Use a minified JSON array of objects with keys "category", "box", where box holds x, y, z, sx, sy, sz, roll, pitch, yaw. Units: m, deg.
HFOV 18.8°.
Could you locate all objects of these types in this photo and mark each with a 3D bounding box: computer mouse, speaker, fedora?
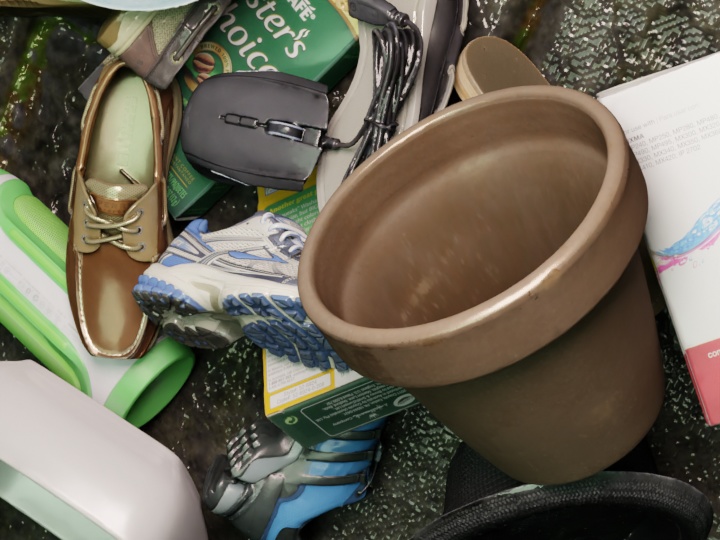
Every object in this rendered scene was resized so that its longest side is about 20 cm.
[{"category":"computer mouse","box":[-0.047,-0.115,1.352,0.199,0.046,0.141,20,93,46]},{"category":"speaker","box":[-0.208,0.018,1.493,0.200,0.088,0.089,42,108,14]},{"category":"fedora","box":[0.116,0.139,1.347,0.199,0.200,0.092,-21,56,23]}]

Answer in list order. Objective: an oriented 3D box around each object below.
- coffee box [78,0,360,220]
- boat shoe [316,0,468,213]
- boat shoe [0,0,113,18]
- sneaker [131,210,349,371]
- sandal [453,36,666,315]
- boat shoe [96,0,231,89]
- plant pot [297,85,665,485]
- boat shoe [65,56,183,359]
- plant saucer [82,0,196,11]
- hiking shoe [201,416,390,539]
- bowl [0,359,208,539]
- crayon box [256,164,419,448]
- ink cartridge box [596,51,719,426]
[{"category":"coffee box","box":[-0.085,-0.144,1.450,0.200,0.044,0.123,-42,77,20]},{"category":"boat shoe","box":[0.024,-0.107,1.362,0.073,0.060,0.202,-3,71,39]},{"category":"boat shoe","box":[-0.235,-0.211,1.496,0.199,0.073,0.064,4,89,20]},{"category":"sneaker","box":[-0.053,0.001,1.339,0.199,0.077,0.086,9,60,38]},{"category":"sandal","box":[0.117,-0.045,1.374,0.213,0.077,0.070,58,143,16]},{"category":"boat shoe","box":[-0.081,-0.200,1.381,0.201,0.072,0.066,-47,106,-6]},{"category":"plant pot","box":[0.089,0.026,1.224,0.199,0.201,0.175,-16,126,23]},{"category":"boat shoe","box":[-0.159,-0.044,1.409,0.075,0.074,0.202,2,88,5]},{"category":"plant saucer","box":[-0.128,-0.253,1.332,0.199,0.039,0.203,-1,82,6]},{"category":"hiking shoe","box":[-0.012,0.106,1.438,0.200,0.074,0.087,-42,108,13]},{"category":"bowl","box":[-0.183,0.137,1.448,0.199,0.200,0.075,31,75,15]},{"category":"crayon box","box":[0.000,0.000,1.387,0.125,0.052,0.201,-22,51,23]},{"category":"ink cartridge box","box":[0.222,-0.023,1.276,0.082,0.146,0.201,-20,87,21]}]
